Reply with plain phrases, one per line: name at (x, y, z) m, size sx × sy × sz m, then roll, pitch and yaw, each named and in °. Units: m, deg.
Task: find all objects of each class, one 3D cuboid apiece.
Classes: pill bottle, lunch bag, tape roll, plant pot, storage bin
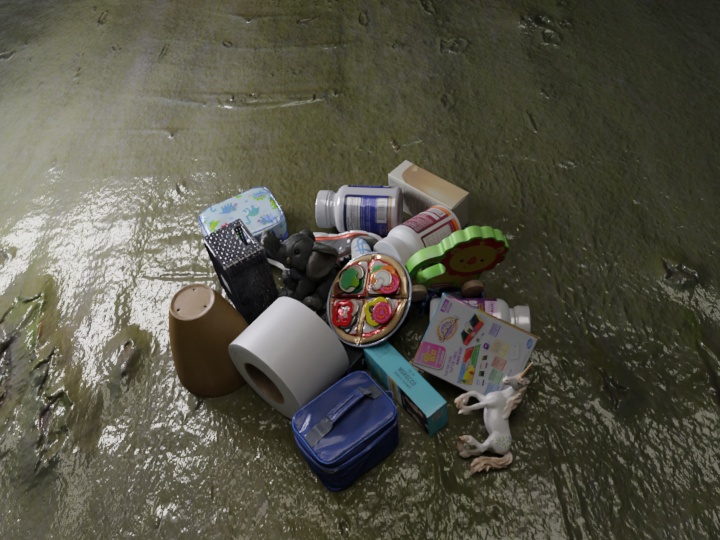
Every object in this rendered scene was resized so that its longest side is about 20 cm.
pill bottle at (0.240, 0.112, 1.362) m, size 0.197 × 0.113 × 0.113 m, roll 0°, pitch 49°, yaw 8°
lunch bag at (-0.286, -0.108, 1.644) m, size 0.198 × 0.083 × 0.161 m, roll -26°, pitch 50°, yaw -14°
lunch bag at (-0.018, 0.286, 1.235) m, size 0.199 × 0.133 × 0.136 m, roll -35°, pitch 55°, yaw -20°
tape roll at (-0.140, 0.172, 1.306) m, size 0.202 × 0.204 × 0.139 m, roll 30°, pitch 58°, yaw 29°
pill bottle at (-0.002, -0.144, 1.611) m, size 0.197 × 0.120 × 0.121 m, roll 4°, pitch 50°, yaw 11°
plant pot at (-0.317, 0.125, 1.373) m, size 0.184 × 0.201 × 0.188 m, roll -5°, pitch 48°, yaw 5°
pill bottle at (0.127, -0.062, 1.503) m, size 0.199 × 0.110 × 0.109 m, roll -30°, pitch 51°, yaw -35°
storage bin at (-0.256, 0.006, 1.462) m, size 0.093 × 0.201 × 0.135 m, roll -29°, pitch 52°, yaw -17°

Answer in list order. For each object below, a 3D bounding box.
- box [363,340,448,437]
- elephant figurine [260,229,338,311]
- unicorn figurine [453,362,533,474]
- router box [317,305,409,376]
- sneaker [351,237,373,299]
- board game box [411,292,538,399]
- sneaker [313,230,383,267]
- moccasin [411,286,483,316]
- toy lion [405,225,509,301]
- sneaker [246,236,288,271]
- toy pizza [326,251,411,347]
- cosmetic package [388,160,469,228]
box at (0.087, 0.223, 1.309) m, size 0.049 × 0.083 × 0.200 m, roll -33°, pitch 53°, yaw -18°
elephant figurine at (-0.114, -0.022, 1.408) m, size 0.140 × 0.202 × 0.156 m, roll 8°, pitch 37°, yaw 12°
unicorn figurine at (0.244, 0.265, 1.234) m, size 0.136 × 0.074 × 0.203 m, roll -2°, pitch 91°, yaw 1°
router box at (-0.012, 0.118, 1.426) m, size 0.148 × 0.051 × 0.200 m, roll 30°, pitch 55°, yaw 29°
sneaker at (0.000, 0.000, 1.453) m, size 0.072 × 0.072 × 0.201 m, roll -9°, pitch 43°, yaw -5°
board game box at (0.218, 0.153, 1.289) m, size 0.198 × 0.040 × 0.154 m, roll 25°, pitch 95°, yaw 7°
sneaker at (-0.039, -0.042, 1.574) m, size 0.197 × 0.077 × 0.083 m, roll -2°, pitch 68°, yaw 13°
moccasin at (0.164, 0.057, 1.442) m, size 0.197 × 0.081 × 0.069 m, roll 3°, pitch 50°, yaw 12°
toy lion at (0.190, -0.019, 1.344) m, size 0.197 × 0.192 × 0.069 m, roll -5°, pitch 57°, yaw -10°
sneaker at (-0.167, -0.048, 1.546) m, size 0.198 × 0.076 × 0.088 m, roll 28°, pitch 101°, yaw 9°
toy pizza at (0.011, 0.054, 1.352) m, size 0.198 × 0.032 × 0.203 m, roll -13°, pitch 64°, yaw 28°
cosmetic package at (0.165, -0.174, 1.625) m, size 0.199 × 0.106 × 0.071 m, roll 34°, pitch 61°, yaw 29°
